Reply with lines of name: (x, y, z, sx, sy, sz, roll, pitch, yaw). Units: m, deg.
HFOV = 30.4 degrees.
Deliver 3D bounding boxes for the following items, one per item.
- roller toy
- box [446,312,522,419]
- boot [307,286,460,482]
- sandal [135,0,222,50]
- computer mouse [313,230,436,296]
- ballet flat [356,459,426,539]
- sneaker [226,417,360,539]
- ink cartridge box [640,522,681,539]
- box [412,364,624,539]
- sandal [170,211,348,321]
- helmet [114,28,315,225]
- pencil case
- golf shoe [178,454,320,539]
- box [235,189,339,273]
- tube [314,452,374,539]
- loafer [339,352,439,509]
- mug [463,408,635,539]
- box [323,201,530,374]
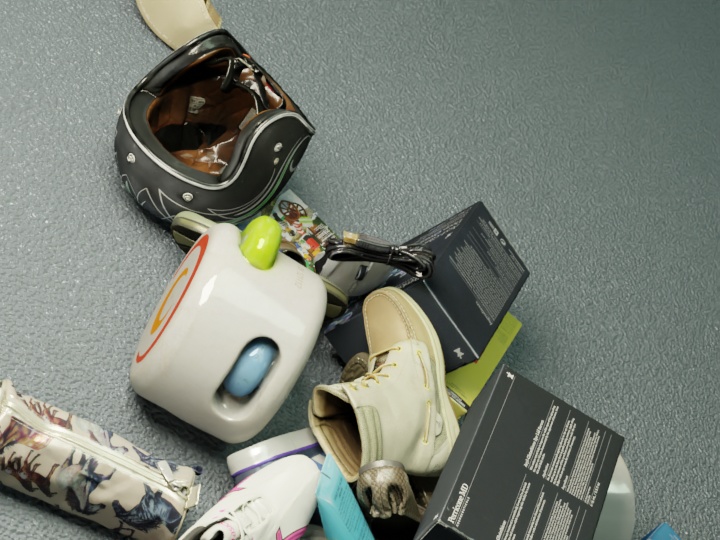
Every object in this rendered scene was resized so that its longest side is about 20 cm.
roller toy: (-0.120, 0.063, 1.250, 0.139, 0.200, 0.183, 30, 60, -14)
box: (0.116, 0.113, 1.500, 0.050, 0.075, 0.200, 42, 38, 1)
boot: (0.012, 0.106, 1.281, 0.154, 0.072, 0.201, 4, 62, -47)
sandal: (-0.203, -0.298, 1.656, 0.212, 0.078, 0.070, 47, 5, -3)
computer mouse: (0.000, 0.000, 1.382, 0.109, 0.200, 0.044, 8, 80, -13)
ballet flat: (0.034, 0.235, 1.236, 0.067, 0.200, 0.047, -10, 58, 4)
sneaker: (-0.037, 0.226, 1.259, 0.200, 0.080, 0.147, -5, 70, -55)
ink cartridge box: (0.304, 0.379, 1.388, 0.145, 0.085, 0.200, 50, 36, 12)
box: (0.147, 0.208, 1.232, 0.141, 0.079, 0.200, 33, 47, -3)
sandal: (-0.097, -0.014, 1.357, 0.200, 0.080, 0.058, 31, 56, -7)
helmet: (-0.162, -0.137, 1.408, 0.200, 0.191, 0.200, 47, 5, -5)
pencil case: (-0.234, 0.164, 1.122, 0.199, 0.090, 0.078, 28, 39, -16)
golf shoe: (-0.101, 0.227, 1.114, 0.073, 0.092, 0.200, 43, 63, 8)
box: (-0.088, 0.002, 1.459, 0.137, 0.038, 0.200, 44, 37, 4)
tube: (0.001, 0.266, 1.179, 0.077, 0.050, 0.201, -83, 154, -73)
loafer: (0.040, 0.178, 1.372, 0.067, 0.076, 0.201, -2, 63, -46)
mug: (0.170, 0.239, 1.389, 0.152, 0.150, 0.186, 3, 17, -29)
box: (0.077, 0.035, 1.462, 0.107, 0.148, 0.200, 54, 34, -11)
